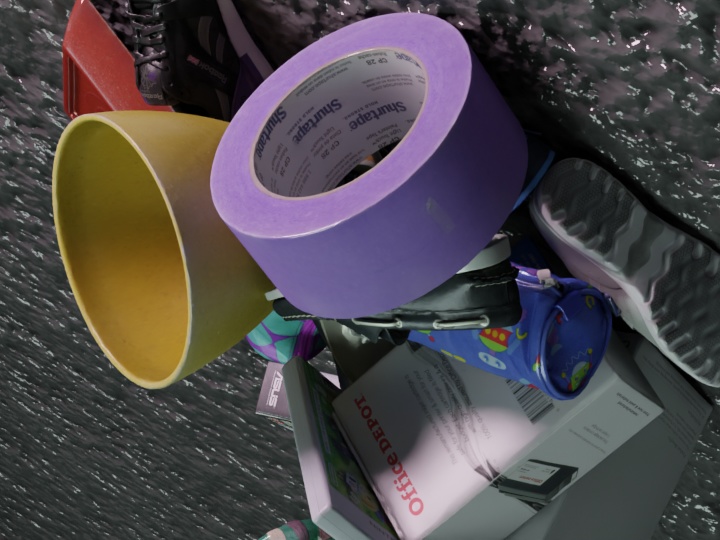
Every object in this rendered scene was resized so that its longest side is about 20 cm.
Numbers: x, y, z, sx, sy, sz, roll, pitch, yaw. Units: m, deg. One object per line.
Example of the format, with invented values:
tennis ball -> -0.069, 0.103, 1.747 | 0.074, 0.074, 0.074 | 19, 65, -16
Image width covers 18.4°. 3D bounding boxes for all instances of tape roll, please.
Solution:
tape roll -> 0.005, -0.071, 1.472 | 0.199, 0.200, 0.085 | 10, 147, 46

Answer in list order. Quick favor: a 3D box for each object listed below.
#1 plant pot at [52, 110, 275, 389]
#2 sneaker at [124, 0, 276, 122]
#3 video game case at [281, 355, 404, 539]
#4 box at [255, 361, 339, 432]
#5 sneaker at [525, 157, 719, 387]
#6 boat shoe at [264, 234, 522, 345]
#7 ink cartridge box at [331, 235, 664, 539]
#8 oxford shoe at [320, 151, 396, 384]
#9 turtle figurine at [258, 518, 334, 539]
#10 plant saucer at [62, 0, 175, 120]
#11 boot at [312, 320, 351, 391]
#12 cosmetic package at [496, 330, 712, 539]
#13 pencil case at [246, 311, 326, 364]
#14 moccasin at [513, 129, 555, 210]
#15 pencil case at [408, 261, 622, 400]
plant pot -> -0.114, -0.031, 1.606 | 0.200, 0.141, 0.201 | 34, 132, 47
sneaker -> -0.134, -0.168, 1.622 | 0.075, 0.088, 0.200 | 12, 149, 44
video game case -> 0.020, 0.170, 1.647 | 0.182, 0.022, 0.200 | 41, -164, -27
box -> 0.014, 0.134, 1.946 | 0.157, 0.049, 0.200 | 12, 171, 18
sneaker -> 0.195, -0.002, 1.538 | 0.200, 0.075, 0.082 | 47, 169, -7
boat shoe -> 0.020, 0.022, 1.500 | 0.199, 0.075, 0.061 | -9, 100, 42
ink cartridge box -> 0.097, 0.099, 1.615 | 0.084, 0.200, 0.145 | 33, -159, -50
oxford shoe -> 0.000, 0.000, 1.672 | 0.075, 0.201, 0.058 | -7, -170, 0
turtle figurine -> -0.004, 0.218, 1.693 | 0.100, 0.201, 0.150 | -22, 125, 20
plant saucer -> -0.180, -0.104, 1.784 | 0.200, 0.037, 0.200 | 52, 165, 7
boot -> 0.052, 0.024, 1.737 | 0.076, 0.199, 0.169 | -61, -49, -74
cosmetic package -> 0.173, 0.156, 1.679 | 0.081, 0.201, 0.113 | 10, 152, 49
pencil case -> -0.049, 0.016, 1.872 | 0.200, 0.085, 0.093 | 118, 139, -69
moccasin -> 0.064, -0.065, 1.563 | 0.068, 0.081, 0.200 | 44, 156, -12
pencil case -> 0.082, 0.024, 1.548 | 0.199, 0.078, 0.087 | 20, 127, 40
